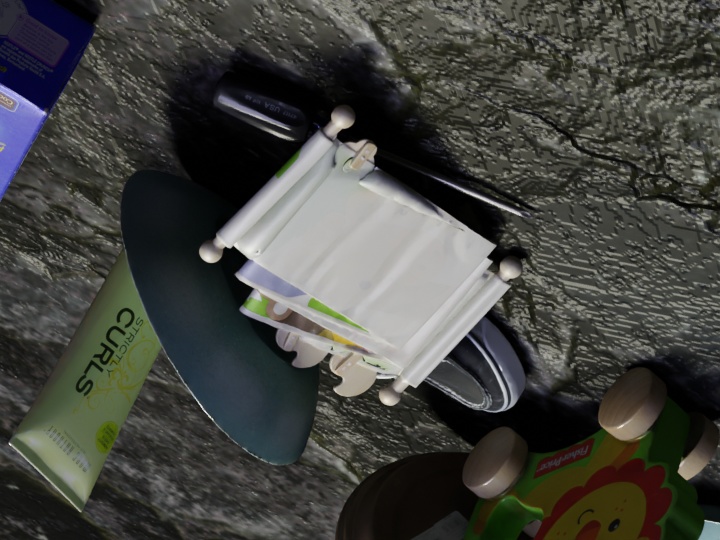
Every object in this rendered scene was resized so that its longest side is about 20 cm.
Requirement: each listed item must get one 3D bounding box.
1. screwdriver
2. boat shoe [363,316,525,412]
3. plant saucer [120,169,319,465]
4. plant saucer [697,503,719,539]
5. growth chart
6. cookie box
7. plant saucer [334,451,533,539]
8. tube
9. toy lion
[{"bbox_3d":[0.009,-0.073,1.695,0.200,0.029,0.028,18,150,-3],"label":"screwdriver"},{"bbox_3d":[0.021,0.036,1.801,0.072,0.068,0.200,-11,134,47],"label":"boat shoe"},{"bbox_3d":[-0.072,0.020,1.762,0.039,0.201,0.201,-27,127,18],"label":"plant saucer"},{"bbox_3d":[0.257,0.211,1.934,0.200,0.027,0.200,19,150,12],"label":"plant saucer"},{"bbox_3d":[0.000,0.000,1.704,0.145,0.018,0.200,-40,131,15],"label":"growth chart"},{"bbox_3d":[-0.270,-0.123,1.772,0.171,0.075,0.200,32,150,-6],"label":"cookie box"},{"bbox_3d":[0.081,0.191,1.882,0.200,0.200,0.030,26,132,1],"label":"plant saucer"},{"bbox_3d":[-0.152,0.048,1.824,0.058,0.200,0.052,28,153,-2],"label":"tube"},{"bbox_3d":[0.131,0.164,1.775,0.069,0.192,0.200,40,138,-23],"label":"toy lion"}]
